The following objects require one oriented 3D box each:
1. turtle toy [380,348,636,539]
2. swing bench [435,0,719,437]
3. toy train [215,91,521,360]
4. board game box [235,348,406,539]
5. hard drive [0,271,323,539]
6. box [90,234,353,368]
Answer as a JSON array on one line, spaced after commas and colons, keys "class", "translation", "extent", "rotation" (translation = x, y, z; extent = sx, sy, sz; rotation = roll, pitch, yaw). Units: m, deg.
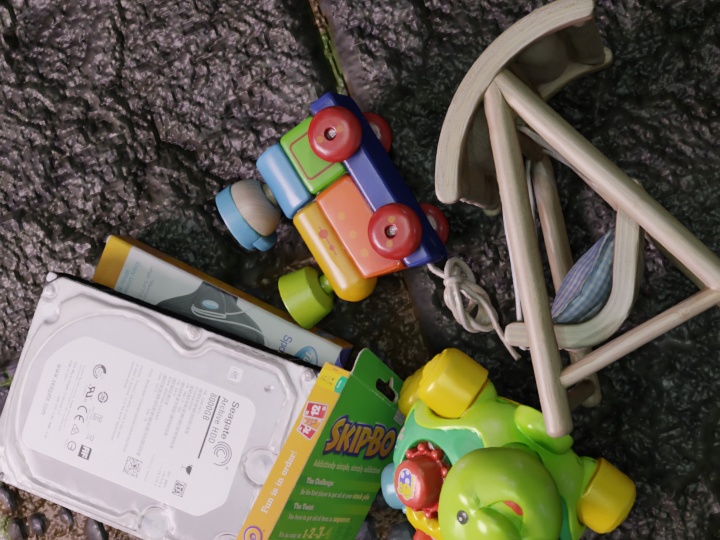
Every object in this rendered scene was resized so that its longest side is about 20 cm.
[{"class": "turtle toy", "translation": [0.075, 0.125, 0.866], "extent": [0.145, 0.200, 0.101], "rotation": [36, 78, 1]}, {"class": "swing bench", "translation": [0.126, -0.031, 0.852], "extent": [0.129, 0.199, 0.201], "rotation": [-30, 83, 11]}, {"class": "toy train", "translation": [0.000, 0.000, 0.943], "extent": [0.115, 0.085, 0.201], "rotation": [-34, 82, 16]}, {"class": "board game box", "translation": [-0.030, 0.148, 0.917], "extent": [0.030, 0.096, 0.201], "rotation": [22, 78, 33]}, {"class": "hard drive", "translation": [-0.128, 0.098, 0.951], "extent": [0.198, 0.038, 0.141], "rotation": [20, 92, 12]}, {"class": "box", "translation": [-0.097, 0.071, 0.986], "extent": [0.199, 0.041, 0.120], "rotation": [25, 95, 10]}]
